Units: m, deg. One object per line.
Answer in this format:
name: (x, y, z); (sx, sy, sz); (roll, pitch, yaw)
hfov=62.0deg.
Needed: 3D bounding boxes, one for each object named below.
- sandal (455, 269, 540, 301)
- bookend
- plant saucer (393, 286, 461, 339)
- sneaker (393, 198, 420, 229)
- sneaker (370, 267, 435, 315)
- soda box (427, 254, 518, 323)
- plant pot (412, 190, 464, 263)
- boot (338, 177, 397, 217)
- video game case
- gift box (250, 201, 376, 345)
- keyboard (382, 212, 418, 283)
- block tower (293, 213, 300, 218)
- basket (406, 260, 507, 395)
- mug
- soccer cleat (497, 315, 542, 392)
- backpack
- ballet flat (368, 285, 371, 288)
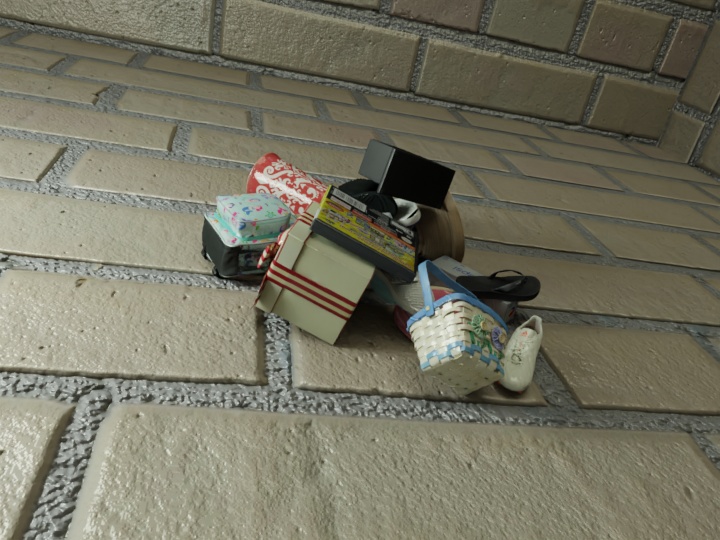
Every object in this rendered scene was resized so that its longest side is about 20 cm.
sandal: (0.289, 0.027, 1.226); (0.199, 0.043, 0.076); (-1, 32, -24)
bookend: (0.062, -0.221, 1.292); (0.199, 0.093, 0.198); (8, 19, -45)
plant saucer: (0.167, 0.090, 1.185); (0.199, 0.051, 0.201); (11, 27, -6)
sneaker: (0.093, -0.084, 1.368); (0.081, 0.147, 0.200); (-43, 28, -21)
sneaker: (0.073, 0.036, 1.163); (0.074, 0.082, 0.200); (-23, 49, -22)
soda box: (0.237, 0.043, 1.290); (0.199, 0.064, 0.068); (30, 32, 28)
plant pot: (0.161, -0.099, 1.400); (0.092, 0.202, 0.201); (-14, 33, -9)
boot: (0.008, -0.159, 1.348); (0.197, 0.074, 0.163); (-8, 24, 26)
video game case: (0.013, -0.071, 1.088); (0.199, 0.026, 0.181); (29, 26, -8)
gift box: (-0.087, 0.011, 1.086); (0.186, 0.201, 0.185); (30, 23, -2)
keyboard: (0.059, -0.048, 1.180); (0.056, 0.011, 0.201); (-8, 47, -11)
block tower: (-0.114, -0.063, 1.341); (0.058, 0.054, 0.200); (-11, 35, -37)
basket: (0.168, 0.096, 1.025); (0.176, 0.139, 0.201); (31, 36, -36)
mug: (-0.153, -0.198, 1.499); (0.199, 0.134, 0.177); (28, 32, 20)
soccer cleat: (0.295, 0.149, 1.102); (0.069, 0.078, 0.200); (22, 29, 16)
backpack: (-0.209, -0.073, 1.229); (0.199, 0.151, 0.178); (-1, 29, -34)
ballet flat: (0.000, 0.000, 1.255); (0.199, 0.072, 0.072); (-2, 31, -21)
